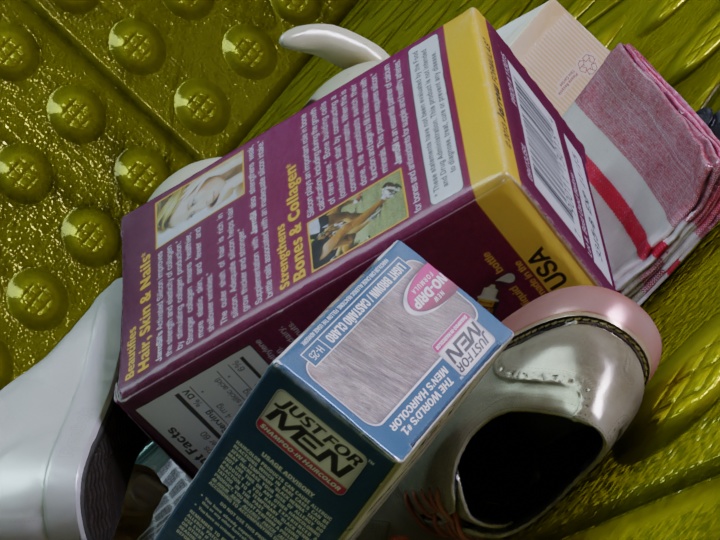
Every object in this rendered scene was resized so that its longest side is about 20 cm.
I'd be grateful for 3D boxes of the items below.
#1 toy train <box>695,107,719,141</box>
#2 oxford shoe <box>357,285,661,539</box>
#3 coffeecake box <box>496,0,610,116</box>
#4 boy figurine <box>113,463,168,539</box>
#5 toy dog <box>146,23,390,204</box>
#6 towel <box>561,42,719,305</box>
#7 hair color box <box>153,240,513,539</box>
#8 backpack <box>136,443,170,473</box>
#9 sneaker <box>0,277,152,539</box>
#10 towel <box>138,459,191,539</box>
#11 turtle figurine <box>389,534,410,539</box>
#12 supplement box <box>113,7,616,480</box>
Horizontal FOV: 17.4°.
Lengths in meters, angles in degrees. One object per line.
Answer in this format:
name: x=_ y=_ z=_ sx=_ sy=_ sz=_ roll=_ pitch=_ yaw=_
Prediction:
toy train: x=0.104 y=0.000 z=1.099 sx=0.200 sy=0.034 sz=0.046 roll=-43 pitch=22 yaw=24
oxford shoe: x=0.036 y=0.079 z=0.952 sx=0.200 sy=0.071 sz=0.074 roll=-43 pitch=16 yaw=40
coffeecake box: x=0.066 y=-0.077 z=1.487 sx=0.154 sy=0.073 sz=0.200 roll=-50 pitch=9 yaw=-14
boy figurine: x=-0.138 y=0.126 z=1.082 sx=0.124 sy=0.064 sz=0.200 roll=-38 pitch=22 yaw=12
toy dog: x=-0.021 y=-0.029 z=1.219 sx=0.200 sy=0.195 sz=0.139 roll=-25 pitch=3 yaw=-36
towel: x=0.080 y=-0.003 z=1.078 sx=0.200 sy=0.023 sz=0.144 roll=-48 pitch=29 yaw=11
hair color box: x=-0.029 y=0.090 z=0.908 sx=0.100 sy=0.060 sz=0.200 roll=-45 pitch=-8 yaw=-50
backpack: x=-0.105 y=0.095 z=1.323 sx=0.176 sy=0.153 sz=0.200 roll=-44 pitch=14 yaw=-14
sneaker: x=-0.138 y=0.060 z=1.055 sx=0.084 sy=0.073 sz=0.200 roll=-6 pitch=24 yaw=12
towel: x=-0.078 y=0.149 z=1.143 sx=0.200 sy=0.086 sz=0.166 roll=-47 pitch=9 yaw=1
turtle figurine: x=-0.007 y=0.149 z=0.846 sx=0.161 sy=0.064 sz=0.200 roll=-36 pitch=16 yaw=53
supplement box: x=0.000 y=0.000 z=1.030 sx=0.199 sy=0.103 sz=0.131 roll=-29 pitch=36 yaw=18
